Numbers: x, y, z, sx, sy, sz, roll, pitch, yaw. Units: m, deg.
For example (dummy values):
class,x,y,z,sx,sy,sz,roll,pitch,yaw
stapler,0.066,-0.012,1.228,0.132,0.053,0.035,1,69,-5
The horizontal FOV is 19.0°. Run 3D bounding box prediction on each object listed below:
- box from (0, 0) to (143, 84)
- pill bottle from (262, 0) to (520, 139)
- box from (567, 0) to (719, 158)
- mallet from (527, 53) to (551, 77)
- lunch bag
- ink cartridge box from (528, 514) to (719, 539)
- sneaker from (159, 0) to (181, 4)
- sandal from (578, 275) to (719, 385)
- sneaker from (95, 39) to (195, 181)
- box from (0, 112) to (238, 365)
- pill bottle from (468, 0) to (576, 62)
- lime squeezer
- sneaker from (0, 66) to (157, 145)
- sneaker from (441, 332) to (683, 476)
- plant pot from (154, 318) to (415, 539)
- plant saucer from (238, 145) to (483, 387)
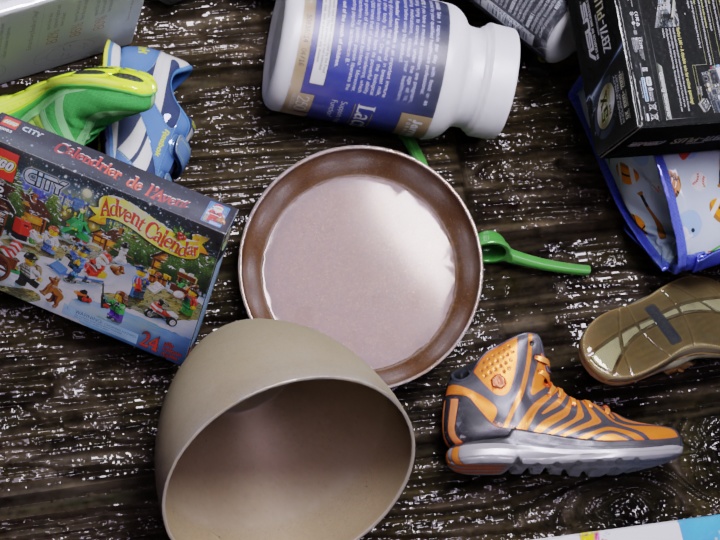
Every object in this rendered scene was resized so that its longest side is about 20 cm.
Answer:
class,x,y,z,sx,sy,sz,roll,pitch,yaw
box,-0.281,-0.227,1.709,0.199,0.152,0.107,-19,78,-18
pill bottle,0.025,-0.173,1.781,0.198,0.116,0.117,10,71,-9
box,0.259,-0.201,1.726,0.162,0.086,0.202,-6,78,-19
mallet,0.194,-0.259,1.893,0.065,0.041,0.202,13,74,-5
lunch bag,0.294,-0.104,1.820,0.169,0.124,0.201,-17,70,-19
ink cartridge box,0.183,0.282,1.657,0.198,0.146,0.148,-5,74,-15
sneaker,-0.083,-0.265,1.808,0.199,0.077,0.084,-22,75,-17
sandal,0.254,0.058,1.790,0.199,0.054,0.081,-16,62,-34
sneaker,-0.171,-0.090,1.735,0.082,0.074,0.202,2,74,-15
box,-0.206,-0.023,1.661,0.199,0.137,0.038,22,37,2
pill bottle,0.119,-0.276,1.832,0.200,0.106,0.106,41,68,16
lime squeezer,0.098,-0.036,1.805,0.199,0.038,0.071,37,38,1
sneaker,-0.237,-0.109,1.693,0.074,0.199,0.084,-22,95,-62
sneaker,0.164,0.106,1.746,0.198,0.078,0.113,3,73,-12
plant pot,-0.073,0.115,1.647,0.199,0.201,0.135,-11,41,-16
plant saucer,0.000,0.000,1.750,0.198,0.035,0.202,0,79,-2
